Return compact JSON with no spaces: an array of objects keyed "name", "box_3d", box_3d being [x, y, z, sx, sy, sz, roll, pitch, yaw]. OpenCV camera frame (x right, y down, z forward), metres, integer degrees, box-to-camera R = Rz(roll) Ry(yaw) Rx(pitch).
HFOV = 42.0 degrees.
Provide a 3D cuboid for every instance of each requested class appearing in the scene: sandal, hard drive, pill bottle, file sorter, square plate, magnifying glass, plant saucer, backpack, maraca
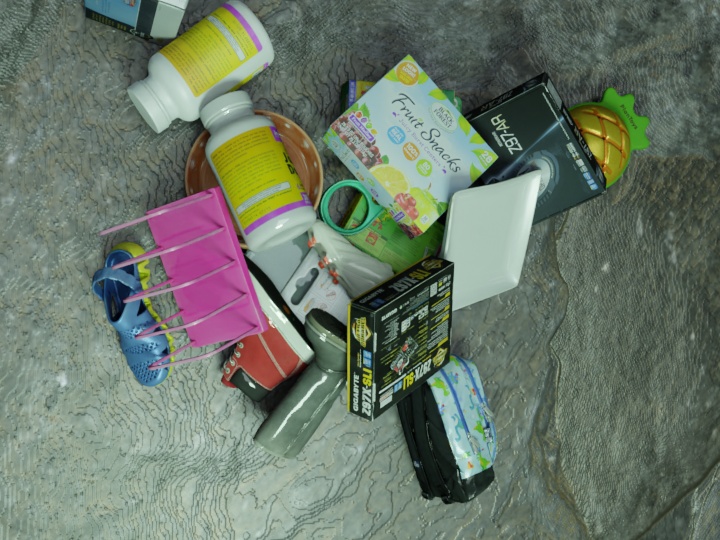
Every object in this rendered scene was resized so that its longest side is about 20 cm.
[{"name":"sandal","box_3d":[-0.318,0.065,1.284,0.078,0.087,0.203,-19,93,18]},{"name":"hard drive","box_3d":[-0.082,0.010,1.390,0.199,0.033,0.141,33,82,-14]},{"name":"pill bottle","box_3d":[-0.144,-0.136,1.271,0.103,0.104,0.202,-24,83,-15]},{"name":"pill bottle","box_3d":[-0.224,-0.280,1.305,0.199,0.104,0.105,-39,101,-13]},{"name":"file sorter","box_3d":[-0.238,0.015,1.236,0.125,0.137,0.203,-29,102,-55]},{"name":"square plate","box_3d":[0.182,-0.045,1.390,0.198,0.028,0.201,-17,126,-39]},{"name":"magnifying glass","box_3d":[0.032,-0.108,1.378,0.197,0.022,0.081,-18,94,-17]},{"name":"plant saucer","box_3d":[-0.152,-0.130,1.346,0.196,0.032,0.204,1,79,-4]},{"name":"backpack","box_3d":[0.125,0.225,1.402,0.153,0.163,0.202,-31,92,-22]},{"name":"maraca","box_3d":[0.376,-0.207,1.486,0.199,0.107,0.138,-36,95,-17]}]

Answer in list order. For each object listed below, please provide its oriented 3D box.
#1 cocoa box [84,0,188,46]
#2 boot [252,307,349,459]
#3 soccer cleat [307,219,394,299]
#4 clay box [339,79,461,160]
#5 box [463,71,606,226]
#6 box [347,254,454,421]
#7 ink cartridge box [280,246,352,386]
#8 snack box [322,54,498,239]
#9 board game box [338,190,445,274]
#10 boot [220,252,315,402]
[{"name":"cocoa box","box_3d":[-0.286,-0.398,1.235,0.129,0.200,0.136,16,85,-16]},{"name":"boot","box_3d":[-0.079,0.160,1.278,0.200,0.073,0.182,-42,140,7]},{"name":"soccer cleat","box_3d":[0.000,0.000,1.338,0.077,0.069,0.201,-40,93,-13]},{"name":"clay box","box_3d":[0.068,-0.220,1.424,0.196,0.048,0.117,2,90,-16]},{"name":"box","box_3d":[0.257,-0.174,1.417,0.159,0.044,0.201,-23,114,29]},{"name":"box","box_3d":[0.057,0.087,1.273,0.199,0.049,0.162,-29,129,-47]},{"name":"ink cartridge box","box_3d":[-0.019,0.070,1.380,0.199,0.057,0.164,34,82,6]},{"name":"snack box","box_3d":[0.072,-0.178,1.353,0.168,0.068,0.201,-43,94,-17]},{"name":"board game box","box_3d":[0.067,-0.043,1.426,0.198,0.048,0.103,32,81,-15]},{"name":"boot","box_3d":[-0.168,0.082,1.321,0.143,0.072,0.201,-35,94,11]}]
